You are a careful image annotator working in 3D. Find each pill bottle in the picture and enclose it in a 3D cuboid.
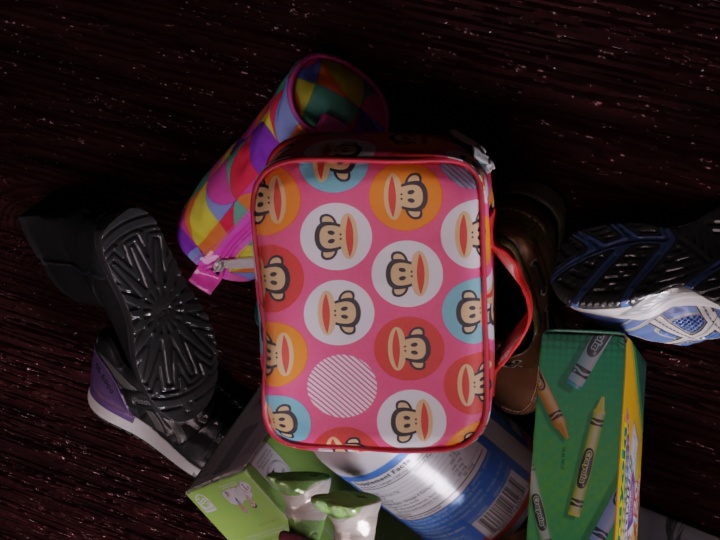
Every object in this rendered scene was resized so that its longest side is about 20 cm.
[{"bbox_3d":[0.032,0.115,1.107,0.112,0.113,0.200,-20,129,42],"label":"pill bottle"}]

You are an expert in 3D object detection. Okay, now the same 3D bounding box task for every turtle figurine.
[{"bbox_3d":[-0.058,0.246,1.061,0.197,0.144,0.197,5,94,-2],"label":"turtle figurine"}]

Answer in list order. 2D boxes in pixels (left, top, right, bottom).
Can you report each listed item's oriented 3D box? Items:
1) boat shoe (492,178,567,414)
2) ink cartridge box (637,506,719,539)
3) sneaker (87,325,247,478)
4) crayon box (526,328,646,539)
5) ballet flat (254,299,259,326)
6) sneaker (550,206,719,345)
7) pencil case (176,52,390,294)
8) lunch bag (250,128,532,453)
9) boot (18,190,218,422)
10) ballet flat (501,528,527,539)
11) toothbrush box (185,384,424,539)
[{"bbox_3d":[0.100,0.034,1.056,0.071,0.068,0.202,13,133,22],"label":"boat shoe"},{"bbox_3d":[0.234,0.267,1.165,0.198,0.084,0.147,21,137,15],"label":"ink cartridge box"},{"bbox_3d":[-0.144,0.111,1.280,0.198,0.076,0.088,22,130,14],"label":"sneaker"},{"bbox_3d":[0.149,0.148,1.004,0.058,0.203,0.119,2,170,17],"label":"crayon box"},{"bbox_3d":[0.000,0.000,1.104,0.072,0.072,0.200,44,137,-10],"label":"ballet flat"},{"bbox_3d":[0.225,0.006,0.964,0.198,0.077,0.077,1,155,28],"label":"sneaker"},{"bbox_3d":[-0.058,-0.064,1.061,0.088,0.089,0.200,39,137,-4],"label":"pencil case"},{"bbox_3d":[0.021,0.014,0.961,0.174,0.082,0.203,1,108,4],"label":"lunch bag"},{"bbox_3d":[-0.191,0.024,1.174,0.199,0.065,0.167,7,116,58],"label":"boot"},{"bbox_3d":[0.080,0.259,1.121,0.069,0.063,0.200,46,122,4],"label":"ballet flat"},{"bbox_3d":[-0.019,0.187,1.210,0.200,0.146,0.086,48,137,-15],"label":"toothbrush box"}]
